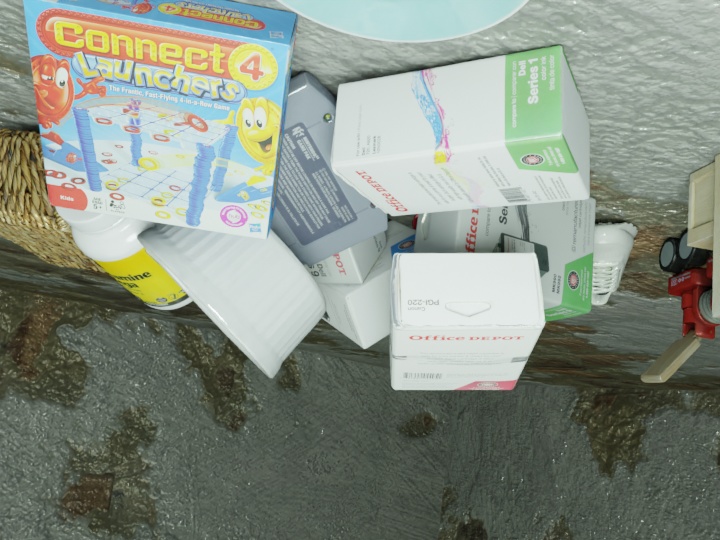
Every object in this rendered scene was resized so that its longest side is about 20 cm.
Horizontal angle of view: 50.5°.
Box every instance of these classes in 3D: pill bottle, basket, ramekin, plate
[{"bbox_3d":[-0.257,-0.042,0.880,0.112,0.113,0.200,4,154,19],"label":"pill bottle"},{"bbox_3d":[-0.362,-0.091,0.966,0.149,0.143,0.200,7,163,16],"label":"basket"},{"bbox_3d":[-0.127,0.007,0.794,0.200,0.098,0.200,44,169,11],"label":"ramekin"},{"bbox_3d":[0.018,-0.207,0.487,0.200,0.026,0.200,8,168,2],"label":"plate"}]

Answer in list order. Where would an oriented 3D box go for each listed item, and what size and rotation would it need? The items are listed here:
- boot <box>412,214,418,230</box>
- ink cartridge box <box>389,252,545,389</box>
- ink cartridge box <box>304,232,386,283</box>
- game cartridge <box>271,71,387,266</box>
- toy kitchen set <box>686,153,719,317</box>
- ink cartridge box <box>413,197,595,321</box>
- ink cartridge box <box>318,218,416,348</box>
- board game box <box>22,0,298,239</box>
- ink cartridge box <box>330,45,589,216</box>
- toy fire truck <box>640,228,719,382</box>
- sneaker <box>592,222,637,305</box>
[{"bbox_3d":[0.117,-0.046,1.038,0.200,0.073,0.151,-6,163,35],"label":"boot"},{"bbox_3d":[0.104,0.060,0.813,0.146,0.085,0.200,0,155,1],"label":"ink cartridge box"},{"bbox_3d":[-0.086,-0.064,0.912,0.200,0.088,0.145,0,128,27],"label":"ink cartridge box"},{"bbox_3d":[-0.053,-0.095,0.758,0.133,0.041,0.200,-22,134,9],"label":"game cartridge"},{"bbox_3d":[0.435,-0.029,0.706,0.180,0.163,0.200,10,168,-8],"label":"toy kitchen set"},{"bbox_3d":[0.170,-0.033,0.889,0.200,0.146,0.084,14,164,-26],"label":"ink cartridge box"},{"bbox_3d":[0.000,0.000,0.993,0.145,0.084,0.200,-30,-149,-20],"label":"ink cartridge box"},{"bbox_3d":[-0.163,-0.130,0.640,0.200,0.056,0.196,9,133,-5],"label":"board game box"},{"bbox_3d":[0.093,-0.115,0.686,0.200,0.084,0.145,-3,164,24],"label":"ink cartridge box"},{"bbox_3d":[0.436,0.046,0.955,0.129,0.200,0.176,8,168,-4],"label":"toy fire truck"},{"bbox_3d":[0.336,-0.011,1.048,0.076,0.081,0.200,5,166,19],"label":"sneaker"}]
